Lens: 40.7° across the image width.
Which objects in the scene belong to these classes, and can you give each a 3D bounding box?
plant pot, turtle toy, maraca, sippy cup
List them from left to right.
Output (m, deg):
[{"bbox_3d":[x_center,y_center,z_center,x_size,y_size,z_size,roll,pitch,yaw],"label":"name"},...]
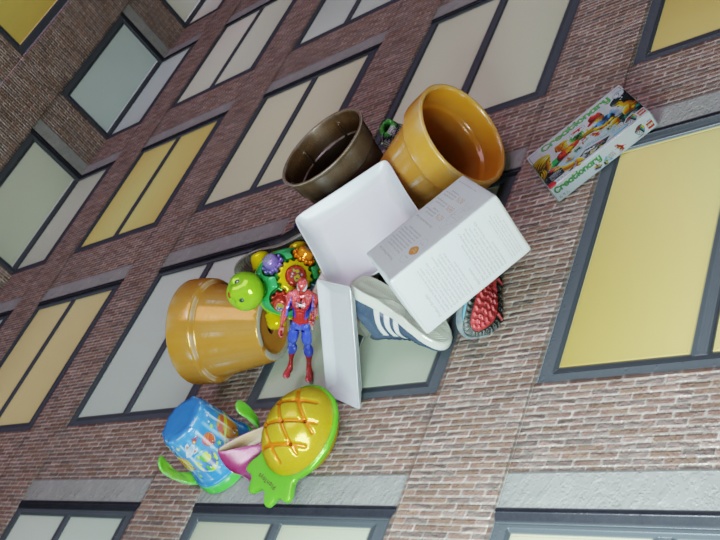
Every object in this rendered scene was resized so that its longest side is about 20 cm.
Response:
[{"bbox_3d":[-0.270,0.294,1.690,0.179,0.130,0.139,-53,30,-15],"label":"sippy cup"},{"bbox_3d":[-0.239,0.112,1.844,0.180,0.202,0.202,-4,45,27],"label":"plant pot"},{"bbox_3d":[-0.145,0.025,1.732,0.196,0.149,0.101,-14,-8,-18],"label":"turtle toy"},{"bbox_3d":[-0.107,0.275,1.536,0.136,0.107,0.202,25,79,46],"label":"maraca"},{"bbox_3d":[-0.018,-0.174,1.899,0.198,0.198,0.202,-30,33,22],"label":"plant pot"},{"bbox_3d":[0.129,-0.199,1.759,0.183,0.199,0.202,-37,26,43],"label":"plant pot"}]

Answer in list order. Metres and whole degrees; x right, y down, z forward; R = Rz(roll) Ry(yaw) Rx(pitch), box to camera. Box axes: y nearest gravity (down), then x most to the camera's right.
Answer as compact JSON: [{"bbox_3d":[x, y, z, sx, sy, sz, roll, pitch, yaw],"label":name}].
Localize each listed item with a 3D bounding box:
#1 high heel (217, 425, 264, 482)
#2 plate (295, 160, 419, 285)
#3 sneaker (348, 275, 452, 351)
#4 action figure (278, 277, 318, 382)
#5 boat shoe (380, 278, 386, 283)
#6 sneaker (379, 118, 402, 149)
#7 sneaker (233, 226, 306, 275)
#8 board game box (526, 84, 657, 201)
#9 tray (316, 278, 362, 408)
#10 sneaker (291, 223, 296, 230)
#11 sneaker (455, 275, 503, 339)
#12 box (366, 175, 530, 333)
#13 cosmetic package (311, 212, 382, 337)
[{"bbox_3d":[-0.144,0.258,1.612,0.200,0.096,0.067,-46,29,-2],"label":"high heel"},{"bbox_3d":[0.006,-0.069,1.678,0.198,0.032,0.202,-33,55,3],"label":"plate"},{"bbox_3d":[0.061,0.089,1.573,0.198,0.086,0.074,32,38,27],"label":"sneaker"},{"bbox_3d":[-0.106,0.112,1.647,0.064,0.204,0.100,7,29,4],"label":"action figure"},{"bbox_3d":[0.085,0.009,1.671,0.073,0.066,0.203,0,64,49],"label":"boat shoe"},{"bbox_3d":[0.083,-0.249,1.982,0.078,0.085,0.200,-42,30,2],"label":"sneaker"},{"bbox_3d":[-0.145,-0.035,1.868,0.197,0.076,0.106,-22,16,10],"label":"sneaker"},{"bbox_3d":[0.380,-0.212,1.610,0.199,0.035,0.127,-39,29,11],"label":"board game box"},{"bbox_3d":[-0.030,0.117,1.598,0.022,0.205,0.107,-11,12,-32],"label":"tray"},{"bbox_3d":[-0.130,-0.028,1.987,0.078,0.070,0.201,-51,15,20],"label":"sneaker"},{"bbox_3d":[0.170,0.047,1.521,0.095,0.079,0.201,-32,22,31],"label":"sneaker"},{"bbox_3d":[0.129,-0.028,1.466,0.199,0.107,0.152,-39,21,0],"label":"box"},{"bbox_3d":[0.000,0.000,1.716,0.102,0.088,0.203,14,66,27],"label":"cosmetic package"}]
